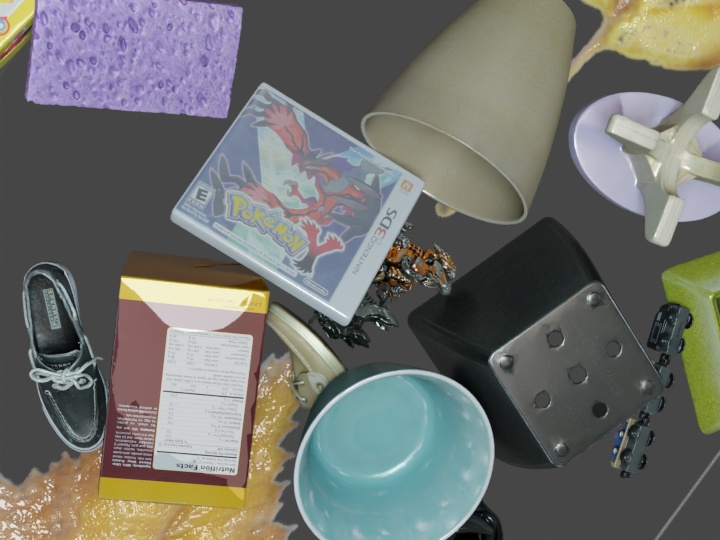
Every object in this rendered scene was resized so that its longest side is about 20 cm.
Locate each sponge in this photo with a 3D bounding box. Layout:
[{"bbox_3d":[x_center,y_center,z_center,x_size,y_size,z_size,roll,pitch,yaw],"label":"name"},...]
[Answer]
[{"bbox_3d":[-0.216,-0.210,1.035,0.198,0.030,0.113,1,112,-26],"label":"sponge"}]

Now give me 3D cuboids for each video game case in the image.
[{"bbox_3d":[-0.057,-0.069,1.062,0.199,0.023,0.183,31,61,-1],"label":"video game case"}]

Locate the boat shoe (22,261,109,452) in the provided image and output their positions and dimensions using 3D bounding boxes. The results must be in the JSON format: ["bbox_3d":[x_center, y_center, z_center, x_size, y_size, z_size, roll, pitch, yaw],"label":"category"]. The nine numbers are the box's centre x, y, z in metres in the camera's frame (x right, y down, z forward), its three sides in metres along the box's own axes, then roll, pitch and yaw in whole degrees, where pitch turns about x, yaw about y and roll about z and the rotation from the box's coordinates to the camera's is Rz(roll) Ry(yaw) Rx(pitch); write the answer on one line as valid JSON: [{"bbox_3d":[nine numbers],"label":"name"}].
[{"bbox_3d":[-0.296,0.092,1.082,0.073,0.068,0.202,-8,99,-7],"label":"boat shoe"}]

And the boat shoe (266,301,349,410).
[{"bbox_3d":[-0.041,0.120,1.127,0.065,0.072,0.200,-40,107,-3],"label":"boat shoe"}]

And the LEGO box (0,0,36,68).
[{"bbox_3d":[-0.383,-0.265,1.017,0.200,0.077,0.149,-46,101,-1],"label":"LEGO box"}]

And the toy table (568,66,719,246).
[{"bbox_3d":[0.327,-0.119,1.128,0.198,0.117,0.186,9,96,-9],"label":"toy table"}]

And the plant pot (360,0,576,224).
[{"bbox_3d":[0.130,-0.180,1.071,0.186,0.187,0.201,34,78,-11],"label":"plant pot"}]

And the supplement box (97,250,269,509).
[{"bbox_3d":[-0.170,0.098,1.037,0.131,0.197,0.203,6,96,-10],"label":"supplement box"}]

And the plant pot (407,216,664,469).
[{"bbox_3d":[0.193,0.089,1.104,0.199,0.177,0.201,-34,102,-2],"label":"plant pot"}]

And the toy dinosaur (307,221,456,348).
[{"bbox_3d":[0.000,0.000,1.116,0.198,0.102,0.137,7,68,3],"label":"toy dinosaur"}]

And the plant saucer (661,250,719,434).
[{"bbox_3d":[0.458,0.067,1.207,0.198,0.048,0.202,-18,100,-6],"label":"plant saucer"}]

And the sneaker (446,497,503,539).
[{"bbox_3d":[0.101,0.230,1.141,0.076,0.111,0.202,-10,99,-7],"label":"sneaker"}]

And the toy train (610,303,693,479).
[{"bbox_3d":[0.318,0.132,1.195,0.034,0.046,0.202,15,94,-25],"label":"toy train"}]

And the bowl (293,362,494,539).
[{"bbox_3d":[0.023,0.172,1.068,0.198,0.105,0.203,-4,109,-12],"label":"bowl"}]
